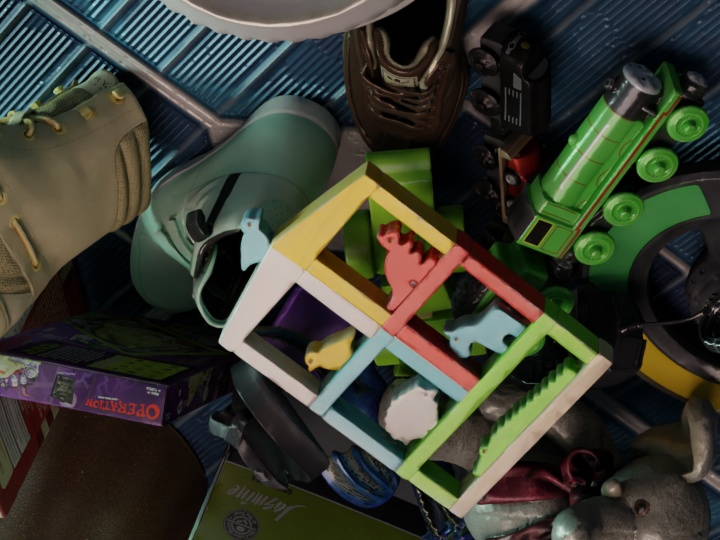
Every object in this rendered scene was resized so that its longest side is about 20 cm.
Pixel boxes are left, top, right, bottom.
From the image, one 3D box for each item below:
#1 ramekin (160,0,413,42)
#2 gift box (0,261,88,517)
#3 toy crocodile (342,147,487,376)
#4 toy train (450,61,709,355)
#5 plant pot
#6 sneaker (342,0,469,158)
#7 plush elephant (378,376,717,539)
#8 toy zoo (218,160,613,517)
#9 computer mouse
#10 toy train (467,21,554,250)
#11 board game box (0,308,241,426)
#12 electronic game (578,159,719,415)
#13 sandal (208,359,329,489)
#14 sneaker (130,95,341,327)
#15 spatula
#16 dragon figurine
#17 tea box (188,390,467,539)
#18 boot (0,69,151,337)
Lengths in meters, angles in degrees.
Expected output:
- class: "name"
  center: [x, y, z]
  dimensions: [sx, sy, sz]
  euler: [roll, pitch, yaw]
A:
- class: "ramekin"
  center: [-0.035, -0.197, 1.083]
  dimensions: [0.199, 0.105, 0.201]
  euler: [2, 107, 5]
- class: "gift box"
  center: [-0.293, 0.036, 1.449]
  dimensions: [0.186, 0.200, 0.185]
  euler: [6, 132, 19]
- class: "toy crocodile"
  center: [0.031, -0.002, 1.354]
  dimensions: [0.067, 0.062, 0.200]
  euler: [-7, 140, 6]
- class: "toy train"
  center: [0.113, -0.033, 1.272]
  dimensions: [0.056, 0.042, 0.200]
  euler: [20, 124, -22]
- class: "plant pot"
  center: [-0.221, 0.199, 1.587]
  dimensions: [0.186, 0.200, 0.187]
  euler: [12, 138, 11]
- class: "sneaker"
  center: [0.019, -0.115, 1.238]
  dimensions: [0.070, 0.076, 0.200]
  euler: [14, 139, 8]
- class: "plush elephant"
  center: [0.129, 0.142, 1.379]
  dimensions: [0.199, 0.165, 0.155]
  euler: [-2, -179, -33]
- class: "toy zoo"
  center: [0.017, 0.031, 1.284]
  dimensions: [0.200, 0.020, 0.131]
  euler: [37, 114, -12]
- class: "computer mouse"
  center: [0.162, 0.031, 1.307]
  dimensions: [0.200, 0.059, 0.034]
  euler: [-14, 152, 39]
- class: "toy train"
  center: [0.087, -0.051, 1.304]
  dimensions: [0.046, 0.034, 0.200]
  euler: [24, 143, 25]
- class: "board game box"
  center: [-0.138, 0.055, 1.419]
  dimensions: [0.120, 0.200, 0.032]
  euler: [14, 99, 13]
- class: "electronic game"
  center: [0.218, 0.015, 1.321]
  dimensions: [0.199, 0.042, 0.200]
  euler: [13, 139, 11]
- class: "sandal"
  center: [-0.058, 0.099, 1.384]
  dimensions: [0.076, 0.043, 0.200]
  euler: [53, 170, 8]
- class: "sneaker"
  center: [-0.091, -0.007, 1.369]
  dimensions: [0.074, 0.118, 0.200]
  euler: [32, 138, -13]
- class: "spatula"
  center: [0.000, 0.000, 1.412]
  dimensions: [0.056, 0.021, 0.200]
  euler: [22, 139, -10]
- class: "dragon figurine"
  center: [0.011, 0.101, 1.440]
  dimensions: [0.059, 0.100, 0.200]
  euler: [-33, 129, 32]
- class: "tea box"
  center: [-0.019, 0.212, 1.517]
  dimensions: [0.199, 0.197, 0.134]
  euler: [23, 140, -1]
- class: "boot"
  center: [-0.197, -0.077, 1.319]
  dimensions: [0.073, 0.155, 0.200]
  euler: [11, 132, 43]
